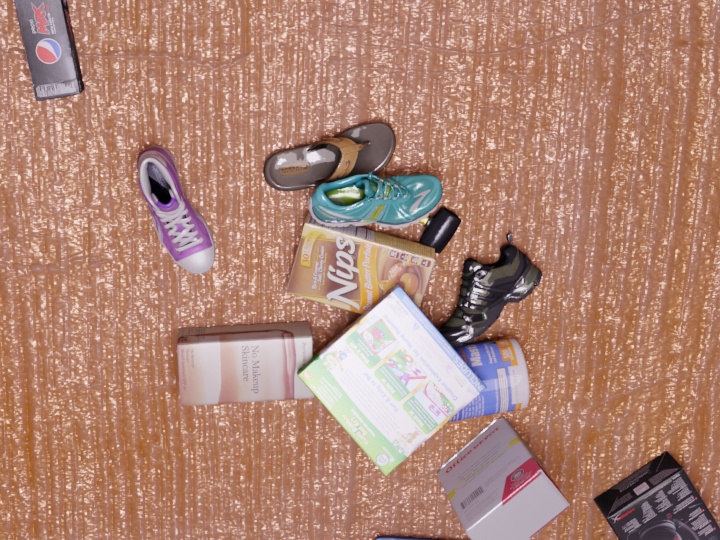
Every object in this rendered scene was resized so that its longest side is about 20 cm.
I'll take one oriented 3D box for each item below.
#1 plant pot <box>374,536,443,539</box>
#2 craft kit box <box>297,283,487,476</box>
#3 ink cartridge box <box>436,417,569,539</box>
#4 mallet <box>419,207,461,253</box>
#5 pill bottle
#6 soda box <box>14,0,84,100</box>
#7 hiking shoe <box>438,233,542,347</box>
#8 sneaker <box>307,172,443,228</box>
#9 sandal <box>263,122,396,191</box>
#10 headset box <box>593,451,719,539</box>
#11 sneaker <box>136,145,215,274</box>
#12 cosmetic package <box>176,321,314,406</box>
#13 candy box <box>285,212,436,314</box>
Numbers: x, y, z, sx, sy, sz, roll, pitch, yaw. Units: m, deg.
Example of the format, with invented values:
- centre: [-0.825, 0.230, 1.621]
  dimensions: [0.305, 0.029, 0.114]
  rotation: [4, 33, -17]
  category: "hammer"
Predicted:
- centre: [0.101, 0.527, 1.775]
  dimensions: [0.199, 0.180, 0.201]
  rotation: [6, 103, -8]
  category: "plant pot"
- centre: [0.045, 0.158, 1.643]
  dimensions: [0.197, 0.049, 0.200]
  rotation: [-41, 95, -2]
  category: "craft kit box"
- centre: [0.213, 0.331, 1.730]
  dimensions: [0.145, 0.200, 0.083]
  rotation: [-41, 108, 4]
  category: "ink cartridge box"
- centre: [0.050, -0.091, 1.692]
  dimensions: [0.199, 0.041, 0.066]
  rotation: [24, 102, -7]
  category: "mallet"
- centre: [0.148, 0.171, 1.727]
  dimensions: [0.199, 0.112, 0.113]
  rotation: [-9, 105, -5]
  category: "pill bottle"
- centre: [-0.430, -0.337, 1.549]
  dimensions: [0.063, 0.071, 0.201]
  rotation: [-9, 105, -6]
  category: "soda box"
- centre: [0.174, 0.034, 1.724]
  dimensions: [0.200, 0.076, 0.101]
  rotation: [-39, 97, -6]
  category: "hiking shoe"
- centre: [0.025, -0.104, 1.620]
  dimensions: [0.199, 0.080, 0.078]
  rotation: [-9, 71, -10]
  category: "sneaker"
- centre: [-0.045, -0.164, 1.640]
  dimensions: [0.199, 0.055, 0.082]
  rotation: [-11, 84, 0]
  category: "sandal"
- centre: [0.499, 0.422, 1.851]
  dimensions: [0.148, 0.075, 0.200]
  rotation: [-34, 105, 3]
  category: "headset box"
- centre: [-0.267, -0.074, 1.614]
  dimensions: [0.072, 0.114, 0.201]
  rotation: [-26, 107, -1]
  category: "sneaker"
- centre: [-0.171, 0.139, 1.692]
  dimensions: [0.199, 0.087, 0.104]
  rotation: [-4, 103, -6]
  category: "cosmetic package"
- centre: [0.000, 0.000, 1.677]
  dimensions: [0.199, 0.055, 0.116]
  rotation: [15, 110, -4]
  category: "candy box"
